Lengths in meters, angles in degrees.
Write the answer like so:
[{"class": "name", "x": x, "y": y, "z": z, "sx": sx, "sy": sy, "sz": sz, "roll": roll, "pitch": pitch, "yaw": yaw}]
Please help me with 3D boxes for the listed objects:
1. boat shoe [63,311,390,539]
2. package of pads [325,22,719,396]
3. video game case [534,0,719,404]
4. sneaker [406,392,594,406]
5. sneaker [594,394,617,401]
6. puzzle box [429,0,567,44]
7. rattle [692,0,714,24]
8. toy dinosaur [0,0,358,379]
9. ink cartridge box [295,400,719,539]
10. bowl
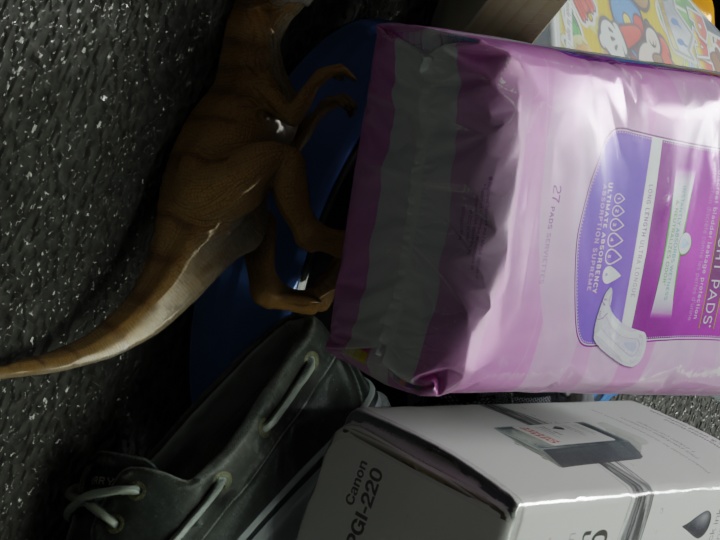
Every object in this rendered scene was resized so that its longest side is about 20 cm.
[{"class": "boat shoe", "x": -0.074, "y": 0.091, "z": 0.852, "sx": 0.200, "sy": 0.072, "sz": 0.071, "roll": -44, "pitch": 112, "yaw": -28}, {"class": "package of pads", "x": 0.081, "y": -0.017, "z": 0.852, "sx": 0.200, "sy": 0.076, "sz": 0.121, "roll": 4, "pitch": 100, "yaw": -45}, {"class": "video game case", "x": 0.120, "y": -0.059, "z": 1.019, "sx": 0.182, "sy": 0.023, "sz": 0.200, "roll": 38, "pitch": 40, "yaw": -43}, {"class": "sneaker", "x": 0.040, "y": 0.069, "z": 0.970, "sx": 0.114, "sy": 0.075, "sz": 0.200, "roll": -55, "pitch": 148, "yaw": -28}, {"class": "sneaker", "x": 0.118, "y": 0.037, "z": 1.144, "sx": 0.078, "sy": 0.066, "sz": 0.200, "roll": 19, "pitch": 114, "yaw": -26}, {"class": "puzzle box", "x": 0.076, "y": -0.160, "z": 0.912, "sx": 0.133, "sy": 0.025, "sz": 0.200, "roll": -51, "pitch": -164, "yaw": 56}, {"class": "rattle", "x": 0.135, "y": -0.052, "z": 1.243, "sx": 0.130, "sy": 0.143, "sz": 0.200, "roll": -29, "pitch": 159, "yaw": -13}, {"class": "toy dinosaur", "x": -0.049, "y": -0.020, "z": 0.845, "sx": 0.200, "sy": 0.106, "sz": 0.060, "roll": -66, "pitch": -166, "yaw": -21}, {"class": "ink cartridge box", "x": 0.058, "y": 0.129, "z": 0.900, "sx": 0.200, "sy": 0.085, "sz": 0.146, "roll": 3, "pitch": 109, "yaw": -52}, {"class": "bowl", "x": 0.000, "y": 0.000, "z": 0.976, "sx": 0.201, "sy": 0.039, "sz": 0.201, "roll": -45, "pitch": 145, "yaw": -45}]
